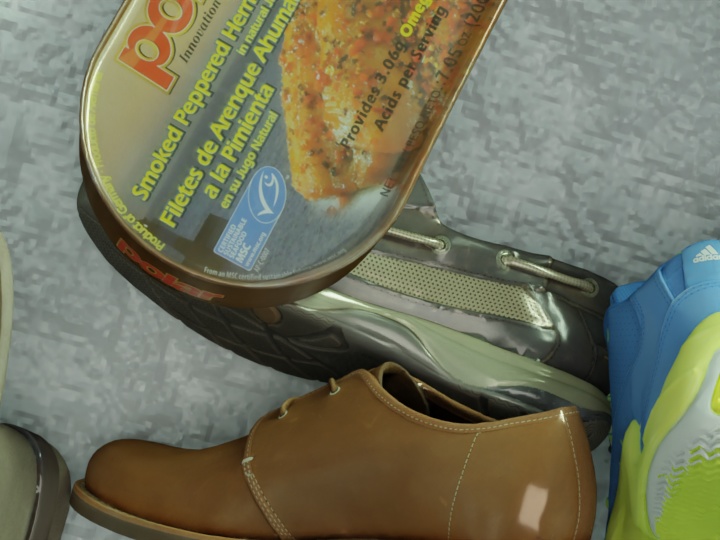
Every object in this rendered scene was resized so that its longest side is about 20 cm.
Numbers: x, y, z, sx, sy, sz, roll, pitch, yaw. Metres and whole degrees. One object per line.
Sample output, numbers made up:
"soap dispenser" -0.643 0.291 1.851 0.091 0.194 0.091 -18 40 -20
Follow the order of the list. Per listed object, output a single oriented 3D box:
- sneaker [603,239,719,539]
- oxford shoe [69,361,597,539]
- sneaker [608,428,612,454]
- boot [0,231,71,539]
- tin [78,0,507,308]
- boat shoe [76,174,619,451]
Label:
"sneaker" 0.113 0.066 0.766 0.075 0.200 0.105 1 54 -4
"oxford shoe" -0.010 0.065 0.778 0.199 0.071 0.072 1 92 29
"sneaker" 0.170 0.104 0.824 0.200 0.079 0.074 44 92 -7
"boot" -0.136 0.070 0.756 0.070 0.146 0.200 30 101 16
"tin" -0.019 -0.080 0.774 0.112 0.042 0.200 29 69 -5
"boat shoe" 0.000 0.000 0.810 0.200 0.075 0.073 24 69 -4
